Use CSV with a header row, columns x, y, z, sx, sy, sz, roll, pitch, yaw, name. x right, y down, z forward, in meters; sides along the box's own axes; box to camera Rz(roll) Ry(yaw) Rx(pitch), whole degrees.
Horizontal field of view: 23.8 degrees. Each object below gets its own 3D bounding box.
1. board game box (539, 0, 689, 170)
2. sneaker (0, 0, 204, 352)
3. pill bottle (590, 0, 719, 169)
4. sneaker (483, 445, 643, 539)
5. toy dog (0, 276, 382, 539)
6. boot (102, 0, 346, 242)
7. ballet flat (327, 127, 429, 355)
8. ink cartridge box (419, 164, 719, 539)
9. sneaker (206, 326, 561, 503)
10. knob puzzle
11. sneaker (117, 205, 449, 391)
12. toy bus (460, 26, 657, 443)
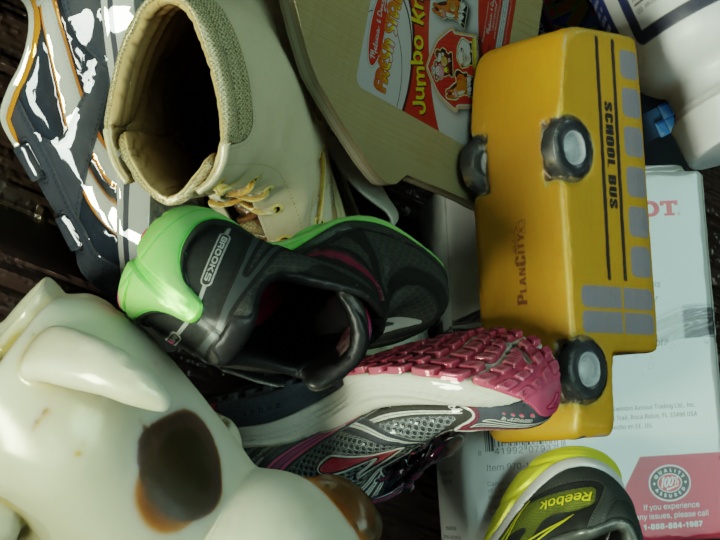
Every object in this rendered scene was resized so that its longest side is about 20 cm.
x,y,z,sx,sy,sz,roll,pitch,yaw,name
0.132,-0.138,1.049,0.165,0.057,0.200,-29,95,-38,board game box
-0.126,-0.058,0.839,0.078,0.079,0.201,-46,135,-68,sneaker
0.180,-0.164,0.927,0.115,0.116,0.201,-15,78,-37,pill bottle
0.069,0.180,0.836,0.074,0.085,0.200,27,96,-13,sneaker
-0.085,0.098,0.757,0.200,0.194,0.140,39,47,-14,toy dog
-0.061,-0.037,0.805,0.155,0.073,0.201,-33,128,-67,boot
0.000,0.000,0.906,0.069,0.069,0.200,-33,98,-36,ballet flat
0.114,0.050,0.932,0.145,0.083,0.201,-2,82,-8,ink cartridge box
0.016,0.075,0.826,0.081,0.200,0.075,-19,93,-48,sneaker
0.017,-0.137,0.847,0.219,0.030,0.220,2,87,-48,knob puzzle
-0.022,0.021,0.758,0.084,0.077,0.200,42,24,29,sneaker
0.101,-0.016,0.852,0.078,0.065,0.201,2,82,-43,toy bus
